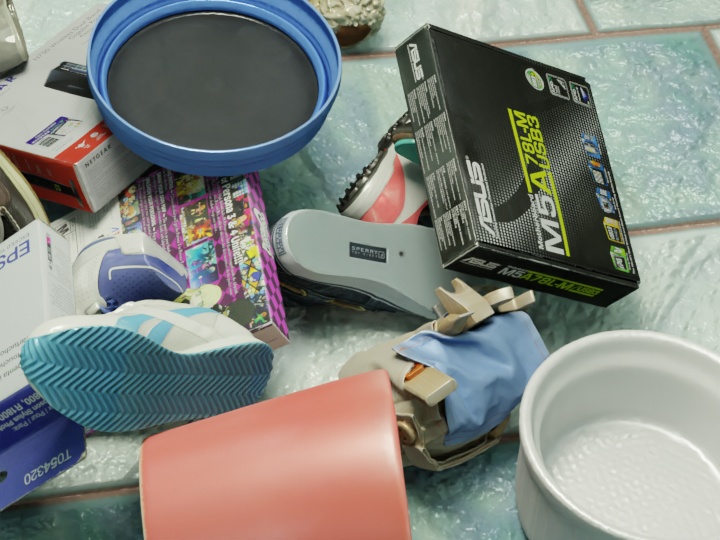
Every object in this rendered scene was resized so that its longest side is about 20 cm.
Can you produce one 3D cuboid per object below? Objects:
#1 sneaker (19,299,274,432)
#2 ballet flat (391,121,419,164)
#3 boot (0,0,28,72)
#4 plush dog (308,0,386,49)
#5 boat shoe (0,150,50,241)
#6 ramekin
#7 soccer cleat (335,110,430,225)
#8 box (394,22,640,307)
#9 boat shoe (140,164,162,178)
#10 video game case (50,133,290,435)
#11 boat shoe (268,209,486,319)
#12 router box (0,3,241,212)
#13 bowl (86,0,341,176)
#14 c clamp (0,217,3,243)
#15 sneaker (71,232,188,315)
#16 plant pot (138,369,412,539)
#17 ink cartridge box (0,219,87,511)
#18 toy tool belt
[{"bbox_3d":[-0.157,0.061,1.477,0.199,0.077,0.081,6,19,-46],"label":"sneaker"},{"bbox_3d":[0.108,-0.100,1.779,0.199,0.068,0.069,23,70,-34],"label":"ballet flat"},{"bbox_3d":[-0.372,-0.153,1.774,0.199,0.073,0.182,-10,49,-6],"label":"boot"},{"bbox_3d":[-0.062,-0.313,1.923,0.199,0.172,0.161,11,46,3],"label":"plush dog"},{"bbox_3d":[-0.305,-0.071,1.642,0.073,0.201,0.065,-6,32,48],"label":"boat shoe"},{"bbox_3d":[0.208,0.150,1.588,0.199,0.098,0.201,5,46,-5],"label":"ramekin"},{"bbox_3d":[0.049,-0.088,1.817,0.073,0.068,0.200,41,42,-7],"label":"soccer cleat"},{"bbox_3d":[0.125,-0.081,1.699,0.193,0.047,0.201,16,54,-43],"label":"box"},{"bbox_3d":[-0.133,-0.134,1.820,0.071,0.061,0.201,5,41,30],"label":"boat shoe"},{"bbox_3d":[-0.152,0.008,1.646,0.181,0.036,0.201,-25,47,13],"label":"video game case"},{"bbox_3d":[0.000,0.000,1.717,0.199,0.091,0.071,16,67,-30],"label":"boat shoe"},{"bbox_3d":[-0.217,-0.137,1.764,0.179,0.049,0.200,15,46,39],"label":"router box"},{"bbox_3d":[-0.115,-0.155,1.687,0.199,0.039,0.201,3,51,-4],"label":"bowl"},{"bbox_3d":[-0.350,-0.031,1.584,0.170,0.201,0.027,-19,35,-14],"label":"c clamp"},{"bbox_3d":[-0.214,0.059,1.575,0.199,0.080,0.116,-22,52,27],"label":"sneaker"},{"bbox_3d":[-0.056,0.173,1.473,0.176,0.201,0.201,-6,48,-1],"label":"plant pot"},{"bbox_3d":[-0.283,0.089,1.525,0.196,0.043,0.201,-32,44,21],"label":"ink cartridge box"},{"bbox_3d":[0.087,0.069,1.617,0.200,0.123,0.125,-32,90,-39],"label":"toy tool belt"}]
